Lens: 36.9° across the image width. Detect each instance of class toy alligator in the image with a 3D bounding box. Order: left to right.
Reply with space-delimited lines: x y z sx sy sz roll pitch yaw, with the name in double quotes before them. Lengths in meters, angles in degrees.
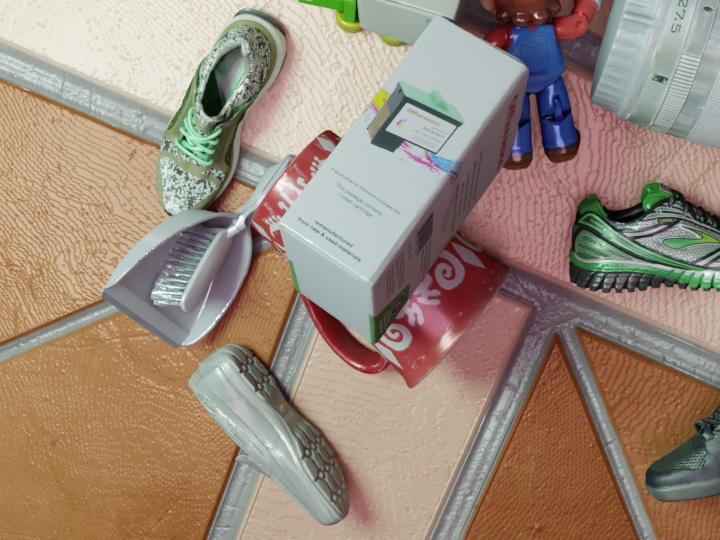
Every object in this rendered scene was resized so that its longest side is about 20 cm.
"toy alligator" -0.009 -0.242 0.914 0.197 0.059 0.055 19 68 5

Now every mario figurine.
"mario figurine" 0.138 -0.195 0.897 0.105 0.123 0.203 18 123 45

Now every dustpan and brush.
"dustpan and brush" -0.129 -0.028 0.976 0.057 0.140 0.202 23 77 32

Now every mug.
"mug" -0.001 0.000 0.938 0.200 0.133 0.178 41 106 1

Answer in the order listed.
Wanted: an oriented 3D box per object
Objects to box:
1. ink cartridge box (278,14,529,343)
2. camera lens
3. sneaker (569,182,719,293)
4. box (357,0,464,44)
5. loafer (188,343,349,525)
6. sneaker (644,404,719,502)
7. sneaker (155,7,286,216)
"ink cartridge box" 0.034 -0.064 0.807 0.083 0.145 0.201 33 75 13
"camera lens" 0.290 -0.173 0.819 0.197 0.160 0.162 16 107 6
"sneaker" 0.274 -0.029 0.904 0.197 0.078 0.087 -2 104 11
"box" 0.063 -0.282 0.832 0.077 0.095 0.203 17 85 3
"loafer" -0.086 0.163 1.032 0.070 0.070 0.201 -38 88 22
"sneaker" 0.326 0.121 0.939 0.198 0.076 0.115 -28 97 13
"sneaker" -0.136 -0.133 0.946 0.076 0.089 0.202 27 109 2
